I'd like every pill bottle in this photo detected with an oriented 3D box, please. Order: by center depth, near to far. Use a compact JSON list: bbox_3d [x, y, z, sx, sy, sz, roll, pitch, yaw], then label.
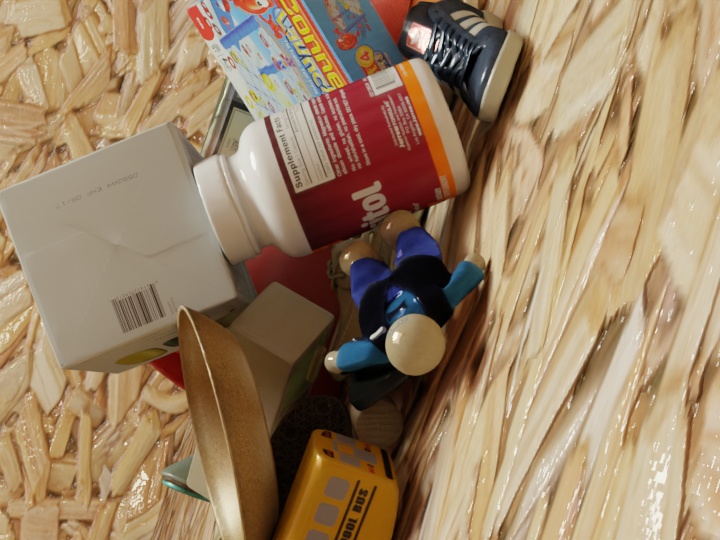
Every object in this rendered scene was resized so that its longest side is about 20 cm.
[{"bbox_3d":[-0.023,-0.079,1.105,0.113,0.198,0.114,-21,-90,-89],"label":"pill bottle"}]

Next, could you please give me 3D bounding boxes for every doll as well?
[{"bbox_3d":[0.027,0.024,0.995,0.136,0.049,0.200,-37,21,6],"label":"doll"}]

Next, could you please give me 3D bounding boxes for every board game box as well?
[{"bbox_3d":[-0.043,-0.177,1.237,0.056,0.201,0.195,-40,16,-25],"label":"board game box"}]

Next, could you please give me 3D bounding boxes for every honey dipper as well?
[{"bbox_3d":[0.004,0.105,1.149,0.200,0.038,0.038,-138,67,-82],"label":"honey dipper"}]

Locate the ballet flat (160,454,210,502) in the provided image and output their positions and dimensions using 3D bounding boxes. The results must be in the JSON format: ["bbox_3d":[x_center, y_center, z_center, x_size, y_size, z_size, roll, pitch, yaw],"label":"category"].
[{"bbox_3d":[-0.121,0.196,1.348,0.200,0.067,0.064,37,-106,-56],"label":"ballet flat"}]

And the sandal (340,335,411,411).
[{"bbox_3d":[0.011,0.060,1.079,0.075,0.045,0.200,-35,8,-2],"label":"sandal"}]

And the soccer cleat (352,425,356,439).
[{"bbox_3d":[-0.055,0.194,1.232,0.078,0.069,0.201,-86,14,-66],"label":"soccer cleat"}]

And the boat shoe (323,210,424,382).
[{"bbox_3d":[0.000,0.000,1.235,0.201,0.065,0.072,-69,10,-21],"label":"boat shoe"}]

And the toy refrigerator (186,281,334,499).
[{"bbox_3d":[-0.085,0.115,1.209,0.076,0.070,0.201,-47,-19,-48],"label":"toy refrigerator"}]

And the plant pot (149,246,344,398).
[{"bbox_3d":[-0.087,0.045,1.375,0.178,0.199,0.200,-65,7,-18],"label":"plant pot"}]

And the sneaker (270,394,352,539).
[{"bbox_3d":[-0.044,0.199,1.107,0.076,0.070,0.201,83,-167,-59],"label":"sneaker"}]

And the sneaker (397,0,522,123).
[{"bbox_3d":[0.074,-0.175,1.132,0.200,0.084,0.076,-101,32,-72],"label":"sneaker"}]

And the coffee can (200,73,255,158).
[{"bbox_3d":[-0.048,-0.140,1.424,0.146,0.198,0.148,-161,90,-81],"label":"coffee can"}]

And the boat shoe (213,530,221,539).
[{"bbox_3d":[-0.125,0.302,1.448,0.065,0.071,0.201,109,-179,-45],"label":"boat shoe"}]

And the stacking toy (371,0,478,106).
[{"bbox_3d":[-0.001,-0.225,1.312,0.146,0.198,0.147,-161,90,-80],"label":"stacking toy"}]

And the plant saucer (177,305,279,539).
[{"bbox_3d":[-0.094,0.121,1.033,0.200,0.035,0.202,168,90,-76],"label":"plant saucer"}]

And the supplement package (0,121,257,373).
[{"bbox_3d":[-0.183,-0.011,1.181,0.200,0.151,0.152,65,-177,-84],"label":"supplement package"}]

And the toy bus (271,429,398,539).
[{"bbox_3d":[-0.030,0.220,0.984,0.065,0.078,0.202,-109,39,-76],"label":"toy bus"}]
